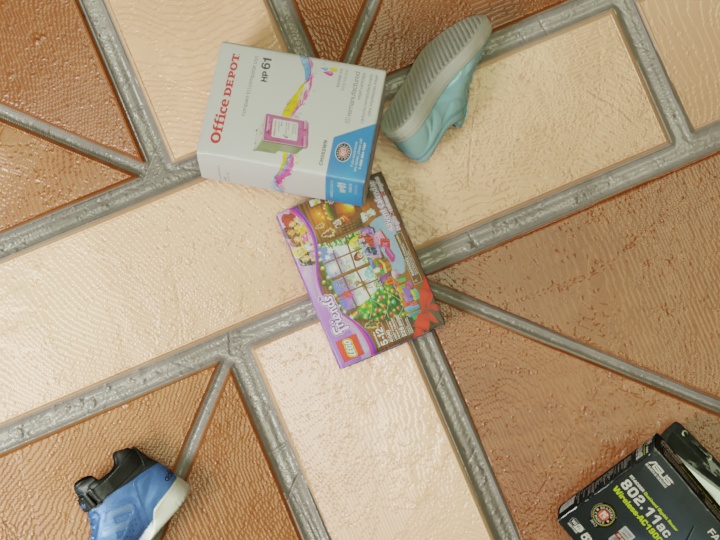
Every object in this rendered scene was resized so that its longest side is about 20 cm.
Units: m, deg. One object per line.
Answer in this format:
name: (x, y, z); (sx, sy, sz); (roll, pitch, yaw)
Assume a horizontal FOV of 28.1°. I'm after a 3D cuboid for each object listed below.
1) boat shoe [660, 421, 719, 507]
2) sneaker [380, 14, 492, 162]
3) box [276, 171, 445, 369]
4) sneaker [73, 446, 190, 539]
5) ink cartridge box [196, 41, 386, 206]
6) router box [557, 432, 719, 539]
boat shoe: (0.435, 0.257, 1.713); (0.200, 0.069, 0.057); (37, 83, 1)
sneaker: (0.102, -0.216, 1.728); (0.200, 0.074, 0.082); (-53, 128, -14)
box: (0.000, 0.000, 1.707); (0.137, 0.039, 0.200); (-23, 88, -6)
sneaker: (-0.297, 0.294, 1.640); (0.111, 0.077, 0.200); (39, 79, -7)
ink cartridge box: (-0.080, -0.170, 1.672); (0.199, 0.085, 0.145); (10, 74, 3)
router box: (0.350, 0.313, 1.675); (0.150, 0.062, 0.200); (-41, 89, 18)
